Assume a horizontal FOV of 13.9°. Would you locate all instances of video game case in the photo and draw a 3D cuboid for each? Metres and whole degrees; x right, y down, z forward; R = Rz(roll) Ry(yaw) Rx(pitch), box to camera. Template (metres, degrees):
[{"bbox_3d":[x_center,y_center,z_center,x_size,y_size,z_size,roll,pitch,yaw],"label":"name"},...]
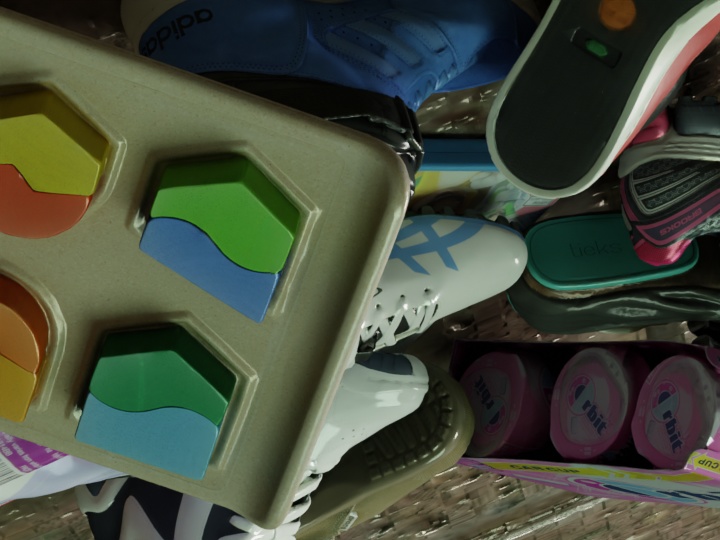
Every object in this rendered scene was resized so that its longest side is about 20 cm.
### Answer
[{"bbox_3d":[0.000,0.000,1.400,0.143,0.018,0.200,-2,149,-39],"label":"video game case"}]

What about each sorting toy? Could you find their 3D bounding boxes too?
[{"bbox_3d":[-0.099,0.001,1.102,0.199,0.037,0.186,22,126,0],"label":"sorting toy"}]

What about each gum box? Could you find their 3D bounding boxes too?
[{"bbox_3d":[0.146,0.078,1.485,0.113,0.067,0.200,17,170,-37],"label":"gum box"}]

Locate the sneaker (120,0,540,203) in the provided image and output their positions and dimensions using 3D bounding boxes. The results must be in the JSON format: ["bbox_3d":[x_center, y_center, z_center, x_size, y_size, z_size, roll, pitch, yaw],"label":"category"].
[{"bbox_3d":[0.005,-0.063,1.161,0.199,0.112,0.077,2,146,-43],"label":"sneaker"}]

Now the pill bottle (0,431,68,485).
[{"bbox_3d":[-0.112,0.011,1.216,0.199,0.113,0.112,-25,156,5],"label":"pill bottle"}]

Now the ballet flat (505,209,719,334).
[{"bbox_3d":[0.165,-0.002,1.419,0.199,0.068,0.069,-3,148,-5],"label":"ballet flat"}]

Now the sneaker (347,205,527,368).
[{"bbox_3d":[-0.013,0.024,1.330,0.199,0.073,0.072,-15,153,-19],"label":"sneaker"}]

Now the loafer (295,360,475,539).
[{"bbox_3d":[-0.024,0.106,1.508,0.199,0.076,0.067,-20,159,26],"label":"loafer"}]

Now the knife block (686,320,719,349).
[{"bbox_3d":[0.265,0.035,1.516,0.175,0.200,0.064,-41,174,-43],"label":"knife block"}]

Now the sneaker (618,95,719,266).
[{"bbox_3d":[0.217,-0.038,1.368,0.199,0.075,0.081,1,176,-3],"label":"sneaker"}]

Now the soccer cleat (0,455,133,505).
[{"bbox_3d":[-0.137,0.077,1.385,0.199,0.067,0.076,-10,169,-11],"label":"soccer cleat"}]

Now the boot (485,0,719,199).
[{"bbox_3d":[0.131,-0.128,1.208,0.200,0.072,0.144,-55,173,21],"label":"boot"}]

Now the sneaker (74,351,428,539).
[{"bbox_3d":[-0.045,0.121,1.433,0.198,0.130,0.079,-18,166,19],"label":"sneaker"}]
